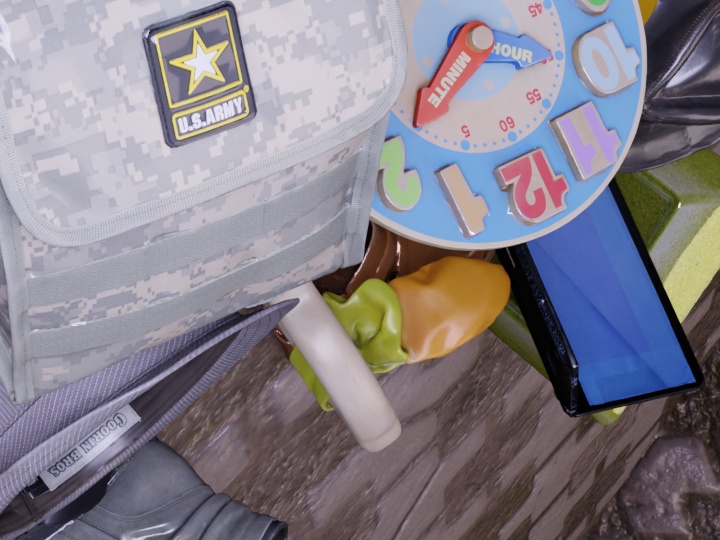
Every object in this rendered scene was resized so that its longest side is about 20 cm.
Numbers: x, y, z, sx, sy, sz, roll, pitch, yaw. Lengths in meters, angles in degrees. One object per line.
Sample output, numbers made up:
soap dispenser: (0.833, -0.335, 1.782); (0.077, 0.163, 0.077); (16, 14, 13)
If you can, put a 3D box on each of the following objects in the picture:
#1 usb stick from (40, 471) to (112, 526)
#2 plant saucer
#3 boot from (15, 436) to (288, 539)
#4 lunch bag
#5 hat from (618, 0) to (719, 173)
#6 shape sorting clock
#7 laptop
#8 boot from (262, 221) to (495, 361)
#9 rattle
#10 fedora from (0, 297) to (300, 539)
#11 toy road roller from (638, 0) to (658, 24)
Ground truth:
usb stick: (-0.139, 0.061, 1.006); (0.055, 0.033, 0.200); (-27, 150, -42)
plant saucer: (0.145, -0.028, 1.326); (0.048, 0.200, 0.200); (6, 120, -56)
boot: (-0.141, 0.194, 1.092); (0.200, 0.130, 0.068); (-52, 163, -5)
lunch bag: (-0.077, -0.062, 0.713); (0.164, 0.118, 0.200); (-23, 152, -22)
hat: (0.192, -0.127, 1.129); (0.200, 0.081, 0.201); (-11, 124, -17)
shape sorting clock: (0.051, -0.109, 0.916); (0.200, 0.200, 0.039); (-47, -165, -19)
laptop: (0.138, -0.012, 1.167); (0.103, 0.178, 0.200); (-22, 162, -1)
boot: (0.021, -0.017, 1.219); (0.200, 0.074, 0.155); (-55, 159, -4)
rattle: (0.000, 0.000, 1.057); (0.142, 0.130, 0.200); (-22, 132, 7)
fedora: (-0.130, 0.039, 0.858); (0.177, 0.090, 0.200); (-32, 171, -46)
toy road roller: (0.049, -0.118, 0.999); (0.200, 0.123, 0.146); (-56, 159, 11)
